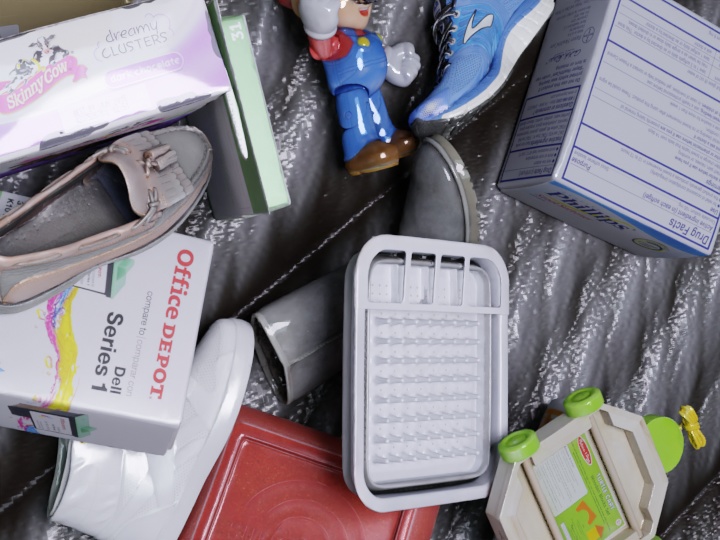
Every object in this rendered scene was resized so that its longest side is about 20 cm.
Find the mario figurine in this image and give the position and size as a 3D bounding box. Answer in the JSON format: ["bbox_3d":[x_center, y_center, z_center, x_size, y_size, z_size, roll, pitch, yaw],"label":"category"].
[{"bbox_3d":[0.004,-0.184,0.843,0.105,0.123,0.201,-21,103,-8],"label":"mario figurine"}]

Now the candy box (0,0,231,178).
[{"bbox_3d":[-0.198,-0.119,0.713,0.167,0.200,0.072,-21,98,-20],"label":"candy box"}]

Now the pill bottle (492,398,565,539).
[{"bbox_3d":[0.183,0.226,0.926,0.112,0.112,0.201,29,80,-20],"label":"pill bottle"}]

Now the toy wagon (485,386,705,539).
[{"bbox_3d":[0.197,0.174,0.848,0.199,0.040,0.156,-29,103,-21],"label":"toy wagon"}]

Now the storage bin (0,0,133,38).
[{"bbox_3d":[-0.255,-0.216,0.693,0.199,0.199,0.094,-15,79,-22],"label":"storage bin"}]

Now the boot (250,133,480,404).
[{"bbox_3d":[0.001,0.000,0.852,0.199,0.073,0.183,-20,122,-17],"label":"boot"}]

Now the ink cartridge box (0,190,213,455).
[{"bbox_3d":[-0.214,0.035,0.733,0.198,0.084,0.146,13,63,-13],"label":"ink cartridge box"}]

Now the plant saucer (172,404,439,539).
[{"bbox_3d":[-0.050,0.219,0.805,0.198,0.037,0.201,18,69,2],"label":"plant saucer"}]

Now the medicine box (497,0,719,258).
[{"bbox_3d":[0.248,-0.136,0.951,0.181,0.103,0.201,22,83,-21],"label":"medicine box"}]

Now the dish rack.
[{"bbox_3d":[0.046,0.078,0.807,0.171,0.043,0.202,4,84,-43],"label":"dish rack"}]

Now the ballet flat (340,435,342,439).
[{"bbox_3d":[0.042,0.108,0.894,0.067,0.067,0.200,43,76,0],"label":"ballet flat"}]

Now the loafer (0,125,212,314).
[{"bbox_3d":[-0.172,-0.043,0.699,0.072,0.063,0.200,47,59,6],"label":"loafer"}]

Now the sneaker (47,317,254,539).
[{"bbox_3d":[-0.165,0.114,0.799,0.115,0.074,0.201,27,82,-24],"label":"sneaker"}]

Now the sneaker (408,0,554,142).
[{"bbox_3d":[0.087,-0.190,0.897,0.089,0.079,0.201,37,58,-7],"label":"sneaker"}]

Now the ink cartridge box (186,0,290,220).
[{"bbox_3d":[-0.088,-0.112,0.758,0.048,0.200,0.147,-16,97,-19],"label":"ink cartridge box"}]
